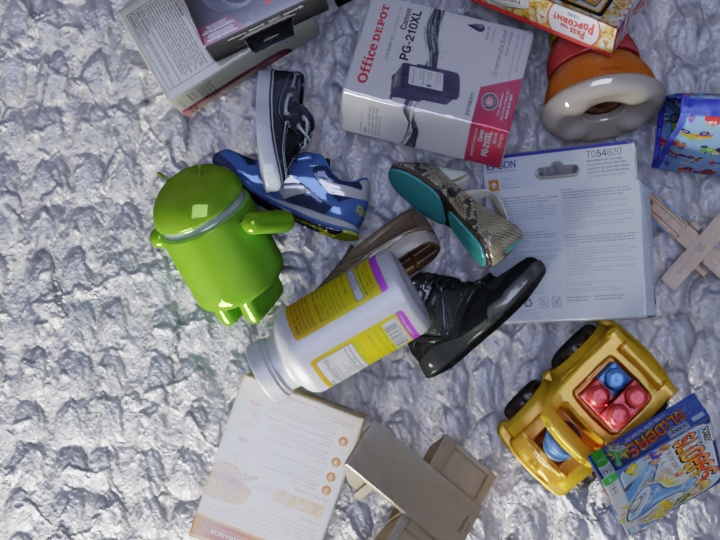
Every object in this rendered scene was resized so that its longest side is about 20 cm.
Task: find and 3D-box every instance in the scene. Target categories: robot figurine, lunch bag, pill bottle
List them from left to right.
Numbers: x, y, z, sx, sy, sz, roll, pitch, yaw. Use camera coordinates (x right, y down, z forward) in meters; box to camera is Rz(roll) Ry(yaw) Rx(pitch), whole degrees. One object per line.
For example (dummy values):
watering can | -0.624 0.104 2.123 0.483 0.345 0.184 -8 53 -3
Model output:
robot figurine | -0.165 -0.035 1.546 0.174 0.116 0.201 -6 121 39
pill bottle | -0.028 0.068 1.504 0.199 0.104 0.105 -30 87 7
lunch bag | 0.419 -0.161 1.492 0.149 0.200 0.095 5 89 3

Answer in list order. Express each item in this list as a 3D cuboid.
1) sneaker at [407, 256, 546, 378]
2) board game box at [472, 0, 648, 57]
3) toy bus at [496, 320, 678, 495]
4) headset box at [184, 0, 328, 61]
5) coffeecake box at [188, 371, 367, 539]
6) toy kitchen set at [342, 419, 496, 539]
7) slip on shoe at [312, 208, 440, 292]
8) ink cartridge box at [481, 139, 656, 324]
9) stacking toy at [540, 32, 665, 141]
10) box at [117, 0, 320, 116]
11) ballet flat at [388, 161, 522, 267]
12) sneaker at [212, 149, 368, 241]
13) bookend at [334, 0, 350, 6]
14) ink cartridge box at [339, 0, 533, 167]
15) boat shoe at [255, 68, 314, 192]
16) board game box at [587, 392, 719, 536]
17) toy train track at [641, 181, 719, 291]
sneaker | 0.119 0.027 1.546 0.199 0.076 0.115 -41 78 31
board game box | 0.232 -0.342 1.529 0.199 0.047 0.152 26 57 19
toy bus | 0.259 0.161 1.498 0.200 0.192 0.136 -45 88 3
headset box | -0.133 -0.341 1.487 0.147 0.075 0.202 -23 85 2
coffeecake box | -0.096 0.242 1.576 0.152 0.073 0.202 20 89 4
toy kitchen set | 0.018 0.290 1.562 0.163 0.180 0.200 40 51 -5
slip on shoe | 0.000 0.000 1.578 0.199 0.076 0.061 -36 61 14
ink cartridge box | 0.239 -0.041 1.540 0.198 0.040 0.203 -3 90 32
stacking toy | 0.269 -0.265 1.559 0.144 0.146 0.202 -8 70 3
box | -0.165 -0.294 1.580 0.199 0.109 0.129 -31 85 2
ballet flat | 0.117 -0.077 1.555 0.075 0.068 0.200 -32 49 -17
sneaker | -0.080 -0.106 1.591 0.198 0.074 0.083 24 84 -1
bookend | 0.017 -0.454 1.582 0.198 0.092 0.200 -25 87 2
ink cartridge box | 0.087 -0.221 1.551 0.198 0.085 0.146 14 64 4
boat shoe | -0.086 -0.167 1.549 0.067 0.201 0.072 -3 130 -1
board game box | 0.334 0.221 1.491 0.135 0.200 0.035 -32 56 2
toy train track | 0.370 -0.055 1.579 0.200 0.033 0.115 43 99 10
